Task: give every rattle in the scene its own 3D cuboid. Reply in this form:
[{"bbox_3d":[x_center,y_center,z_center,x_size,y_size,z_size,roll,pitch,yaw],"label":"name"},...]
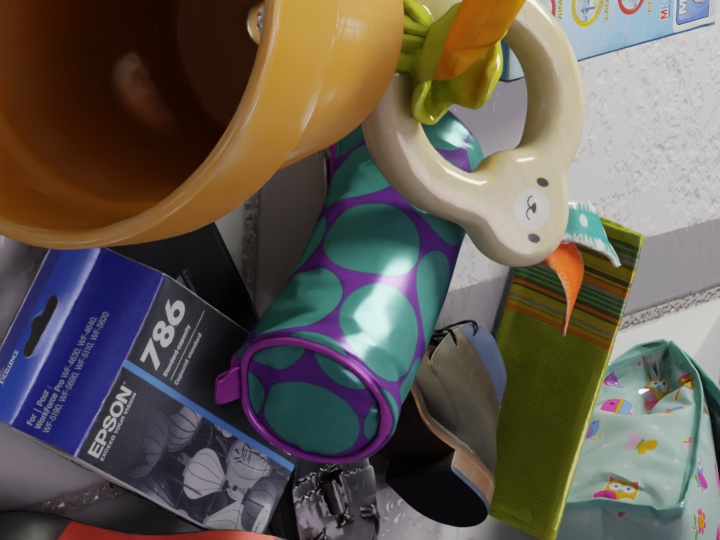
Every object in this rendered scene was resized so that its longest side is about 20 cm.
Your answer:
[{"bbox_3d":[0.096,-0.059,0.848,0.130,0.142,0.201,-38,105,-40],"label":"rattle"}]

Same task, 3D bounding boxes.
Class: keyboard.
[{"bbox_3d":[-0.109,0.032,0.888,0.127,0.021,0.201,-49,134,-30],"label":"keyboard"}]

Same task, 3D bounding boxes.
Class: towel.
[{"bbox_3d":[0.114,0.061,1.085,0.018,0.086,0.201,9,99,-47],"label":"towel"}]

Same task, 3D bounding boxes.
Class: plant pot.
[{"bbox_3d":[-0.075,-0.112,0.754,0.183,0.199,0.202,-5,110,-62],"label":"plant pot"}]

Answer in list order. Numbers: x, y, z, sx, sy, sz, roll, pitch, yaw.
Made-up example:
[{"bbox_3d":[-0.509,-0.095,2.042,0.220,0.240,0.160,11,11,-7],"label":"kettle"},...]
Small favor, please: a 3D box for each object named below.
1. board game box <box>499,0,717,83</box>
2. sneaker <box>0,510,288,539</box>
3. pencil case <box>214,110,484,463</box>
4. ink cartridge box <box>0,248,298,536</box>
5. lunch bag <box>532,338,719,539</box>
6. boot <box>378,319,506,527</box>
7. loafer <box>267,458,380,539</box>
[{"bbox_3d":[0.127,-0.222,0.959,0.195,0.056,0.201,-19,118,-41],"label":"board game box"},{"bbox_3d":[-0.102,0.186,0.862,0.200,0.067,0.109,13,53,-33],"label":"sneaker"},{"bbox_3d":[0.000,0.000,0.896,0.085,0.092,0.201,98,10,-45],"label":"pencil case"},{"bbox_3d":[-0.097,0.064,0.867,0.200,0.039,0.100,38,73,-49],"label":"ink cartridge box"},{"bbox_3d":[0.198,0.164,1.187,0.200,0.121,0.171,-58,141,-55],"label":"lunch bag"},{"bbox_3d":[0.026,0.054,1.023,0.200,0.074,0.097,56,41,-35],"label":"boot"},{"bbox_3d":[-0.012,0.163,0.999,0.072,0.063,0.201,-23,126,-30],"label":"loafer"}]
